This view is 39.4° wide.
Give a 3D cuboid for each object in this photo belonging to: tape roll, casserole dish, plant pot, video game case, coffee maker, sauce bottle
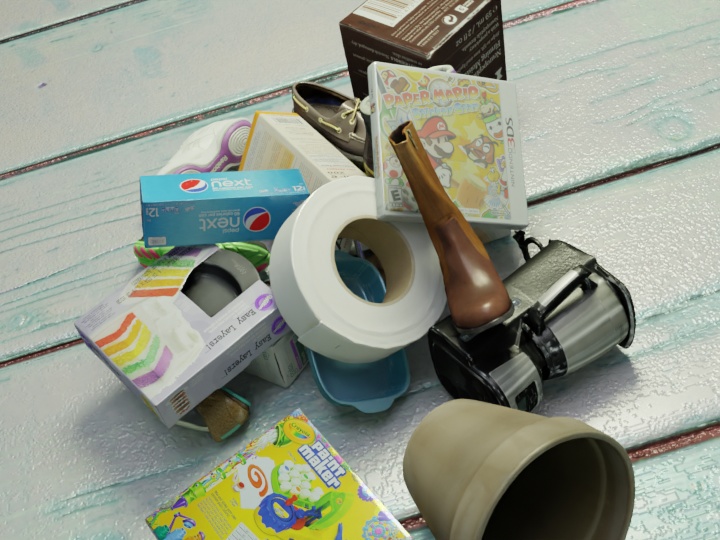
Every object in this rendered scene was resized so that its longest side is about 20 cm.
[{"bbox_3d":[0.000,0.000,1.134,0.200,0.071,0.205,10,68,-25],"label":"tape roll"},{"bbox_3d":[-0.015,0.074,1.169,0.120,0.039,0.202,-5,66,-28],"label":"casserole dish"},{"bbox_3d":[0.134,0.211,0.973,0.199,0.201,0.173,-34,34,-18],"label":"plant pot"},{"bbox_3d":[0.104,-0.143,1.175,0.198,0.023,0.184,2,77,-26],"label":"video game case"},{"bbox_3d":[0.177,0.068,1.136,0.199,0.136,0.192,-32,24,-17],"label":"coffee maker"},{"bbox_3d":[0.037,-0.136,1.289,0.065,0.201,0.066,-8,44,8],"label":"sauce bottle"}]

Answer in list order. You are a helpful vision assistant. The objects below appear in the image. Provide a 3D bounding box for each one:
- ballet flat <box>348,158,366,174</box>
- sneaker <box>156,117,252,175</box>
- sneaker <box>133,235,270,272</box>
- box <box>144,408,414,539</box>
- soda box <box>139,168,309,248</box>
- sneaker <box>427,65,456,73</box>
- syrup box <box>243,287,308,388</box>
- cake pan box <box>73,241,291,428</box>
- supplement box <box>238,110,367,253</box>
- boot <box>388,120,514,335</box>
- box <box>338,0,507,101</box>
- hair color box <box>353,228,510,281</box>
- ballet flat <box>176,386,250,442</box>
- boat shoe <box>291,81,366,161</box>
[{"bbox_3d":[-0.012,-0.158,1.413,0.199,0.067,0.067,22,55,31],"label":"ballet flat"},{"bbox_3d":[-0.241,-0.151,1.477,0.200,0.075,0.099,-42,33,-23],"label":"sneaker"},{"bbox_3d":[-0.210,-0.039,1.348,0.198,0.077,0.084,7,54,19],"label":"sneaker"},{"bbox_3d":[-0.070,0.282,0.988,0.192,0.123,0.200,-34,48,-17],"label":"box"},{"bbox_3d":[-0.164,-0.077,1.218,0.197,0.065,0.068,-4,33,-14],"label":"soda box"},{"bbox_3d":[0.083,-0.175,1.224,0.072,0.115,0.202,-2,42,15],"label":"sneaker"},{"bbox_3d":[-0.156,0.062,1.240,0.198,0.079,0.082,17,54,27],"label":"syrup box"},{"bbox_3d":[-0.201,0.060,1.166,0.199,0.053,0.184,-38,53,-20],"label":"cake pan box"},{"bbox_3d":[-0.080,-0.112,1.339,0.073,0.127,0.200,-3,35,-39],"label":"supplement box"},{"bbox_3d":[0.091,-0.049,1.040,0.068,0.201,0.189,-21,22,13],"label":"boot"},{"bbox_3d":[0.094,-0.287,1.412,0.163,0.201,0.166,27,59,33],"label":"box"},{"bbox_3d":[0.086,-0.067,1.276,0.198,0.110,0.065,-20,46,-3],"label":"hair color box"},{"bbox_3d":[-0.216,0.142,1.203,0.199,0.068,0.073,30,80,30],"label":"ballet flat"},{"bbox_3d":[-0.019,-0.205,1.369,0.199,0.060,0.072,29,58,36],"label":"boat shoe"}]
